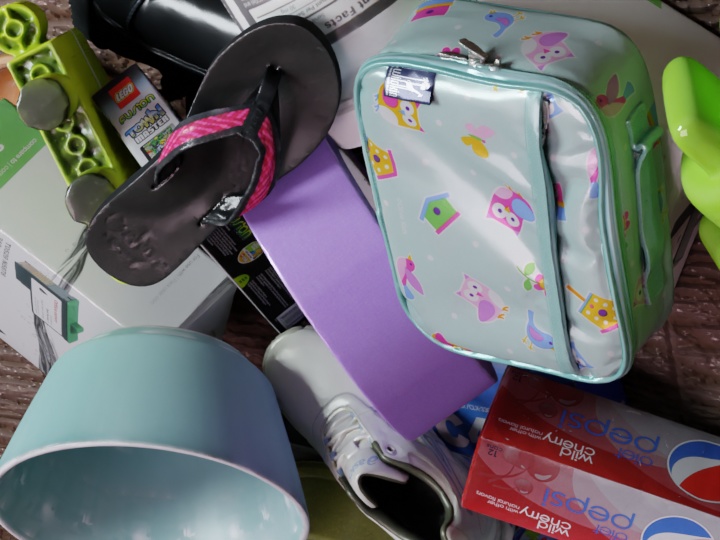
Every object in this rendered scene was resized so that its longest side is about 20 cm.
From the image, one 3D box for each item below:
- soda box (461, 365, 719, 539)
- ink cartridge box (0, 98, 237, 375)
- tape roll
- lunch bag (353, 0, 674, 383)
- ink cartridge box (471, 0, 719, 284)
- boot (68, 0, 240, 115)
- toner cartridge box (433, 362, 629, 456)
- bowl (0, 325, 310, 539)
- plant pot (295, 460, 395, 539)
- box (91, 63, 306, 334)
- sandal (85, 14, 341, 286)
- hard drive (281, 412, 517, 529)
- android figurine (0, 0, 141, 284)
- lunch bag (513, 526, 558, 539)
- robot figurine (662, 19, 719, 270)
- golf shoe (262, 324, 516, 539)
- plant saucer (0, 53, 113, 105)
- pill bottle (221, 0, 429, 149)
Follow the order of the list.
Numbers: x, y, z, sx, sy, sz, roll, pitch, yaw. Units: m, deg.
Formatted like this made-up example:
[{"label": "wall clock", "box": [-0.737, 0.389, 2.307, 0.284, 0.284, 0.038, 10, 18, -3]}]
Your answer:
[{"label": "soda box", "box": [0.165, 0.129, 1.564, 0.199, 0.070, 0.064, 18, 132, 6]}, {"label": "ink cartridge box", "box": [-0.190, 0.004, 1.753, 0.200, 0.084, 0.146, 37, 151, 12]}, {"label": "tape roll", "box": [0.000, 0.000, 1.557, 0.201, 0.065, 0.200, 54, -175, -7]}, {"label": "lunch bag", "box": [0.085, -0.041, 1.377, 0.160, 0.077, 0.201, 15, 133, 34]}, {"label": "ink cartridge box", "box": [0.119, -0.062, 1.462, 0.145, 0.084, 0.201, 34, 142, 15]}, {"label": "boot", "box": [-0.103, -0.170, 1.585, 0.162, 0.073, 0.199, 30, 149, 23]}, {"label": "toner cartridge box", "box": [0.074, 0.071, 1.669, 0.199, 0.043, 0.095, 8, 129, 40]}, {"label": "bowl", "box": [-0.126, 0.107, 1.645, 0.199, 0.106, 0.201, 4, 149, 2]}, {"label": "plant pot", "box": [0.000, 0.256, 1.732, 0.199, 0.191, 0.200, 23, 160, 9]}, {"label": "box", "box": [-0.091, -0.040, 1.622, 0.110, 0.035, 0.200, 53, 180, 25]}, {"label": "sandal", "box": [-0.080, -0.056, 1.452, 0.075, 0.045, 0.200, 37, 116, -13]}, {"label": "hard drive", "box": [0.000, 0.142, 1.779, 0.199, 0.033, 0.140, 11, 155, 37]}, {"label": "android figurine", "box": [-0.166, -0.081, 1.594, 0.183, 0.041, 0.200, 63, -176, -9]}, {"label": "lunch bag", "box": [0.144, 0.217, 1.608, 0.160, 0.200, 0.083, 8, 127, 30]}, {"label": "robot figurine", "box": [0.240, -0.046, 1.308, 0.199, 0.116, 0.176, 34, 115, -20]}, {"label": "golf shoe", "box": [0.009, 0.106, 1.626, 0.200, 0.097, 0.078, 41, 103, 17]}, {"label": "plant saucer", "box": [-0.185, -0.067, 1.793, 0.199, 0.037, 0.201, 26, 139, 25]}, {"label": "pill bottle", "box": [-0.026, -0.176, 1.468, 0.116, 0.116, 0.201, -14, 115, 49]}]
